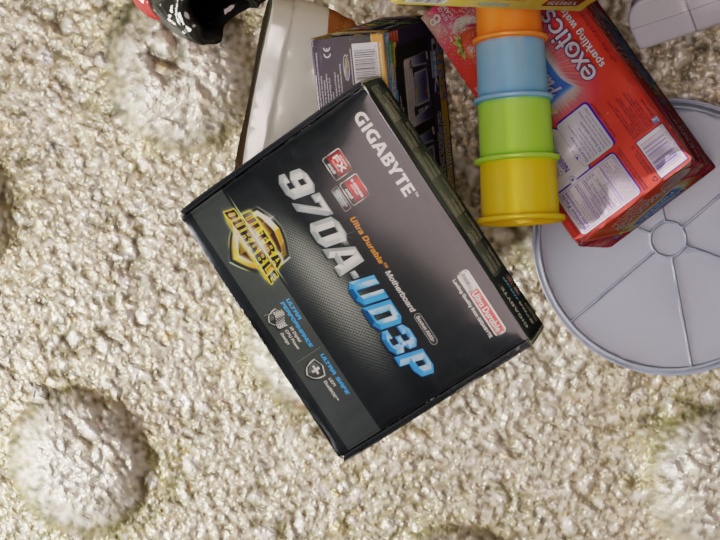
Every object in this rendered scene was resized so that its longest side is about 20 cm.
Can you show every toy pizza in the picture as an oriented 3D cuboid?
[{"bbox_3d":[0.224,-0.024,1.243,0.198,0.032,0.202,2,98,13],"label":"toy pizza"}]

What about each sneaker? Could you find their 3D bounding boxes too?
[{"bbox_3d":[-0.047,-0.098,1.269,0.084,0.073,0.202,9,115,-11],"label":"sneaker"},{"bbox_3d":[-0.084,-0.246,1.232,0.201,0.071,0.098,-52,54,18],"label":"sneaker"}]

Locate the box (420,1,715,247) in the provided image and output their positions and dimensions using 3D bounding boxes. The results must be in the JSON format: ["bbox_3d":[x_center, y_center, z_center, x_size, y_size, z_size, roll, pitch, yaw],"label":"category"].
[{"bbox_3d":[0.145,-0.124,1.187,0.099,0.095,0.201,-38,77,17],"label":"box"}]

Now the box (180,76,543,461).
[{"bbox_3d":[0.000,0.000,1.118,0.158,0.046,0.201,-33,92,21],"label":"box"}]

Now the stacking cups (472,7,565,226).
[{"bbox_3d":[0.104,-0.131,1.123,0.060,0.060,0.202,-1,87,13],"label":"stacking cups"}]

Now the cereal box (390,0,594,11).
[{"bbox_3d":[0.076,-0.268,1.089,0.143,0.039,0.202,-2,79,-23],"label":"cereal box"}]

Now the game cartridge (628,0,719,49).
[{"bbox_3d":[0.276,-0.203,1.144,0.198,0.133,0.042,-19,97,15],"label":"game cartridge"}]

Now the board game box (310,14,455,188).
[{"bbox_3d":[0.022,-0.074,1.208,0.056,0.165,0.202,-3,101,15],"label":"board game box"}]
